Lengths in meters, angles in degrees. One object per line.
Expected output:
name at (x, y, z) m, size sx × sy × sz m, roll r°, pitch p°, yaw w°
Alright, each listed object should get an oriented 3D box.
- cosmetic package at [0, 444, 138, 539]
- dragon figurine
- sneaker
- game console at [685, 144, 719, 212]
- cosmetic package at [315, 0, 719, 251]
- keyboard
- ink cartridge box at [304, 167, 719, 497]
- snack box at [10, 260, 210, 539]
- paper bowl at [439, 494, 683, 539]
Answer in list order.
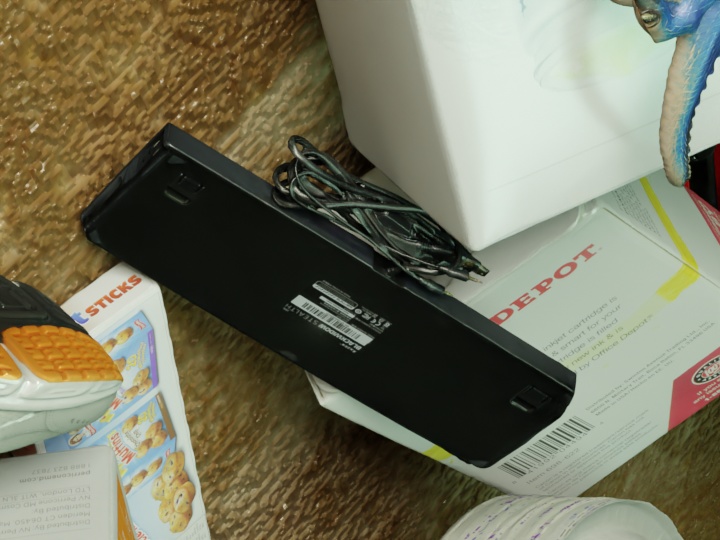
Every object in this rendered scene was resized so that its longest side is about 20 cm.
cosmetic package at (-0.115, 0.175, 0.964) m, size 0.071 × 0.201 × 0.102 m, roll -7°, pitch 137°, yaw 2°
dragon figurine at (0.124, -0.122, 0.855) m, size 0.099 × 0.059 × 0.201 m, roll -18°, pitch 111°, yaw -7°
sneaker at (-0.174, 0.054, 0.914) m, size 0.199 × 0.076 × 0.092 m, roll -2°, pitch 125°, yaw -43°
game console at (0.127, -0.034, 1.275) m, size 0.171 × 0.119 × 0.201 m, roll -17°, pitch 137°, yaw -3°
cosmetic package at (0.082, -0.147, 0.938) m, size 0.198 × 0.123 × 0.201 m, roll -24°, pitch 122°, yaw -13°
keyboard at (0.000, 0.000, 1.004) m, size 0.199 × 0.104 × 0.040 m, roll 31°, pitch 49°, yaw -21°
ink cartridge box at (0.075, 0.012, 1.127) m, size 0.145 × 0.084 × 0.200 m, roll -36°, pitch 147°, yaw 17°
snack box at (-0.100, 0.091, 1.070) m, size 0.072 × 0.024 × 0.201 m, roll -36°, pitch 141°, yaw -27°
paper bowl at (0.102, 0.199, 1.135) m, size 0.200 × 0.104 × 0.202 m, roll 3°, pitch 86°, yaw -56°
